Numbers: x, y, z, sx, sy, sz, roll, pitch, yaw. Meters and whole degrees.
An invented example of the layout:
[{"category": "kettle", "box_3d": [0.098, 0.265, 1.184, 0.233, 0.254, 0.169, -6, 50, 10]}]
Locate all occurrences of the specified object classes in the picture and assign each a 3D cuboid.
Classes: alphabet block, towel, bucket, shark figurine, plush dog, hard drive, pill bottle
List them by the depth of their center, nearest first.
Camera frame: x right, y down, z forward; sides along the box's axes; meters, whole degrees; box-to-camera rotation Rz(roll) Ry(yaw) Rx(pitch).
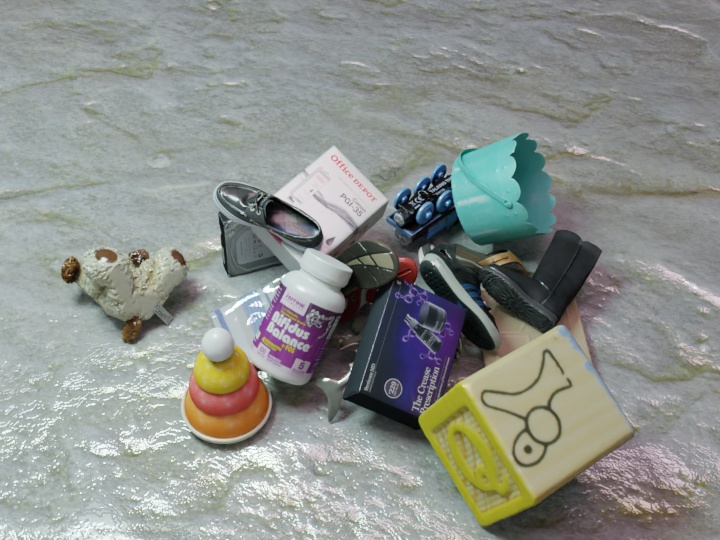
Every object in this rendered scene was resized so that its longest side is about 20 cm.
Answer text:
[{"category": "alphabet block", "box_3d": [0.235, 0.227, 1.334, 0.199, 0.197, 0.196, -24, 73, -25]}, {"category": "pill bottle", "box_3d": [-0.092, 0.072, 1.465, 0.112, 0.201, 0.112, 25, 8, -4]}, {"category": "shark figurine", "box_3d": [0.014, 0.153, 1.519, 0.128, 0.090, 0.215, -15, 28, 30]}, {"category": "towel", "box_3d": [-0.152, 0.079, 1.577, 0.199, 0.024, 0.147, -27, 51, -4]}, {"category": "plush dog", "box_3d": [-0.425, 0.020, 1.606, 0.199, 0.161, 0.171, -2, 22, -45]}, {"category": "hard drive", "box_3d": [-0.157, -0.070, 1.681, 0.199, 0.140, 0.038, -16, 48, -19]}, {"category": "bucket", "box_3d": [0.266, -0.147, 1.704, 0.134, 0.208, 0.208, -13, 38, 28]}]

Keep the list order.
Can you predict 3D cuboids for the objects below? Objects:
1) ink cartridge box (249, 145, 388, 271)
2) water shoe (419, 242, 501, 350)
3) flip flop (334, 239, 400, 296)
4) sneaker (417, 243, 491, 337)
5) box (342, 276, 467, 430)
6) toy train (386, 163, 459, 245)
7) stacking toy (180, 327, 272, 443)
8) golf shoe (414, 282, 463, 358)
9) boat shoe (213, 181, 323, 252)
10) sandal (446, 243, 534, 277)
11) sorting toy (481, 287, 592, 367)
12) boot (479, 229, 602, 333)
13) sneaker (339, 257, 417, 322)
[{"category": "ink cartridge box", "box_3d": [-0.072, -0.098, 1.590, 0.200, 0.083, 0.147, -42, 82, -19]}, {"category": "water shoe", "box_3d": [0.184, 0.041, 1.531, 0.079, 0.071, 0.200, -43, 101, -31]}, {"category": "flip flop", "box_3d": [0.000, 0.000, 1.505, 0.057, 0.200, 0.082, -13, 81, -38]}, {"category": "sneaker", "box_3d": [0.168, 0.025, 1.637, 0.080, 0.074, 0.201, -34, 56, 11]}, {"category": "box", "box_3d": [0.072, 0.132, 1.459, 0.140, 0.079, 0.201, 23, 67, -13]}, {"category": "toy train", "box_3d": [0.136, -0.121, 1.763, 0.087, 0.115, 0.200, 35, 53, 29]}, {"category": "stacking toy", "box_3d": [-0.211, 0.157, 1.412, 0.145, 0.201, 0.147, 2, 45, -2]}, {"category": "golf shoe", "box_3d": [0.090, 0.087, 1.586, 0.088, 0.077, 0.200, -29, 53, -21]}, {"category": "boat shoe", "box_3d": [-0.150, -0.095, 1.498, 0.199, 0.066, 0.070, 31, 71, 2]}, {"category": "sandal", "box_3d": [0.251, -0.018, 1.695, 0.199, 0.055, 0.082, 24, 24, 25]}, {"category": "sorting toy", "box_3d": [0.299, 0.118, 1.597, 0.184, 0.037, 0.201, 0, 50, -2]}, {"category": "boot", "box_3d": [0.321, -0.008, 1.623, 0.165, 0.066, 0.200, 39, 60, 1]}, {"category": "sneaker", "box_3d": [0.019, 0.007, 1.604, 0.199, 0.079, 0.116, -24, 25, 27]}]
